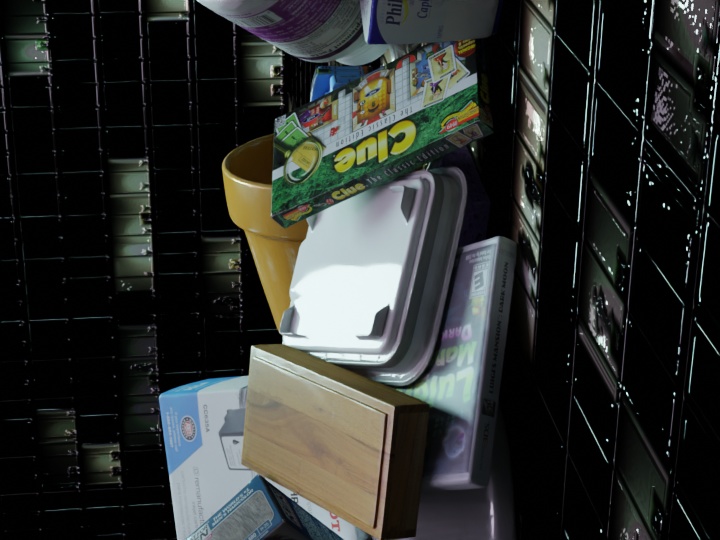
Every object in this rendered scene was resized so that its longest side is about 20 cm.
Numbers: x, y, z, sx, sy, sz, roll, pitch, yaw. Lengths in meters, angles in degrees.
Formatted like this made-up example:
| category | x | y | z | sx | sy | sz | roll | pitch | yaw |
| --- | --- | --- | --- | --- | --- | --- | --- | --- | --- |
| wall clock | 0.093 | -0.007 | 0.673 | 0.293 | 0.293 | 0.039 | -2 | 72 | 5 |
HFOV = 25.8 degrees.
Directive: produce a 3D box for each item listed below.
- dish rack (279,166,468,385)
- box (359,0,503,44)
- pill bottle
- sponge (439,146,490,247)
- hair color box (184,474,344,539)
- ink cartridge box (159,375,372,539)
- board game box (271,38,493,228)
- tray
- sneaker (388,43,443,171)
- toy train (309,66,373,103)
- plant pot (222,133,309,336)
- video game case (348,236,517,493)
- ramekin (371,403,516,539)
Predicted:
| category | x | y | z | sx | sy | sz | roll | pitch | yaw |
| --- | --- | --- | --- | --- | --- | --- | --- | --- | --- |
| dish rack | 0.000 | 0.000 | 1.245 | 0.199 | 0.043 | 0.174 | -3 | 72 | 59 |
| box | 0.051 | -0.301 | 1.155 | 0.185 | 0.104 | 0.202 | 97 | 169 | -60 |
| pill bottle | -0.047 | -0.232 | 1.258 | 0.199 | 0.111 | 0.114 | 19 | -116 | -58 |
| sponge | 0.076 | -0.054 | 1.347 | 0.201 | 0.029 | 0.113 | -104 | 14 | -59 |
| hair color box | -0.054 | 0.259 | 1.292 | 0.200 | 0.100 | 0.061 | 44 | -174 | -42 |
| ink cartridge box | -0.072 | 0.170 | 1.418 | 0.086 | 0.198 | 0.148 | -10 | -87 | -58 |
| board game box | 0.014 | -0.114 | 1.239 | 0.023 | 0.199 | 0.106 | 37 | -141 | -43 |
| tray | -0.025 | 0.126 | 1.201 | 0.199 | 0.037 | 0.100 | 17 | 104 | 55 |
| sneaker | 0.056 | -0.158 | 1.305 | 0.088 | 0.075 | 0.202 | -36 | -40 | -64 |
| toy train | 0.007 | -0.150 | 1.504 | 0.200 | 0.113 | 0.088 | -97 | 6 | -75 |
| plant pot | -0.032 | -0.031 | 1.598 | 0.200 | 0.198 | 0.185 | -109 | 13 | -68 |
| video game case | 0.040 | 0.079 | 1.199 | 0.199 | 0.023 | 0.184 | -16 | 61 | 54 |
| ramekin | 0.061 | 0.187 | 1.283 | 0.202 | 0.093 | 0.205 | 177 | 90 | -84 |
